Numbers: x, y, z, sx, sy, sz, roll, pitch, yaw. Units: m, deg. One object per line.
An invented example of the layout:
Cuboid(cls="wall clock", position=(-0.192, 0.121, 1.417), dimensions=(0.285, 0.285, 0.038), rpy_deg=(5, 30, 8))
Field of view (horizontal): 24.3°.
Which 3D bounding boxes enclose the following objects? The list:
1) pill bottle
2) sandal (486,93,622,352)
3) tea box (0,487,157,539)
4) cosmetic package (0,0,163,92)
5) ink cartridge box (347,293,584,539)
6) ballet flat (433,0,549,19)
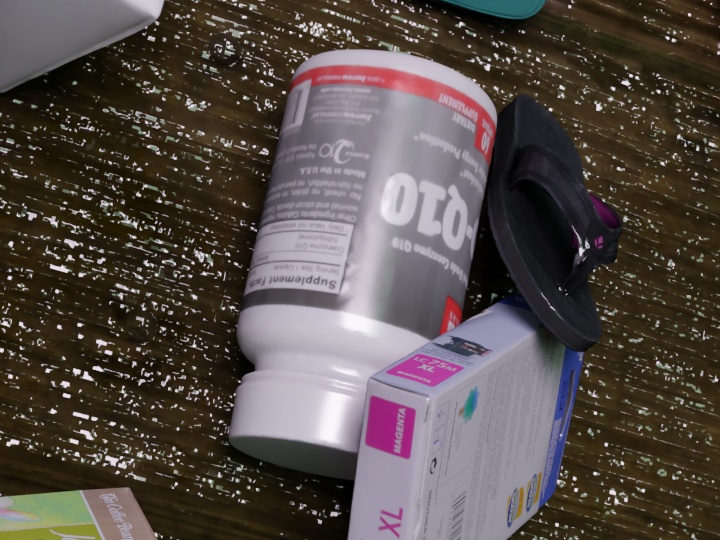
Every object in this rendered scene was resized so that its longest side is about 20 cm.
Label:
Cuboid(cls="pill bottle", position=(0.000, 0.000, 0.859), dimensions=(0.113, 0.114, 0.203), rpy_deg=(15, 74, -14))
Cuboid(cls="sandal", position=(0.104, -0.039, 0.875), dimensions=(0.075, 0.048, 0.201), rpy_deg=(39, 29, -25))
Cuboid(cls="tea box", position=(-0.177, 0.214, 0.713), dimensions=(0.194, 0.133, 0.203), rpy_deg=(-4, 102, -19))
Cuboid(cls="cosmetic package", position=(-0.193, -0.214, 0.783), dimensions=(0.199, 0.164, 0.167), rpy_deg=(27, 67, -33))
Cuboid(cls="ink cartridge box", position=(0.057, 0.085, 0.831), dimensions=(0.199, 0.042, 0.121), rpy_deg=(-22, 124, -57))
Cuboid(cls="ballet flat", position=(0.016, -0.192, 0.939), dimensions=(0.197, 0.071, 0.072), rpy_deg=(11, 75, -14))
